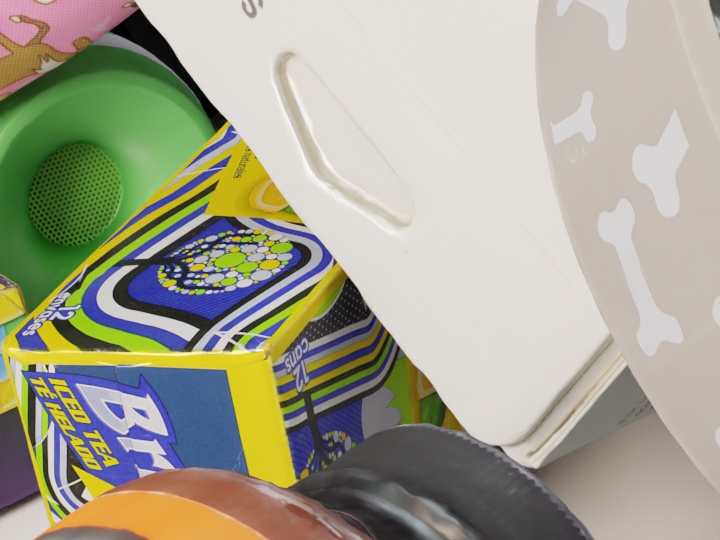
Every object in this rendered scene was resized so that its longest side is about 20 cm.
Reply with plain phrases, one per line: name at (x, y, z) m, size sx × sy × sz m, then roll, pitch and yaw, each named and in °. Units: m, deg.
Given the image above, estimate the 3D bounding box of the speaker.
speaker at (-0.111, -0.039, 0.818) m, size 0.088 × 0.089 × 0.200 m, roll -24°, pitch 24°, yaw -21°

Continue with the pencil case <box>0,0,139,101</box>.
pencil case at (-0.108, -0.083, 0.708) m, size 0.199 × 0.083 × 0.087 m, roll -32°, pitch 34°, yaw 12°

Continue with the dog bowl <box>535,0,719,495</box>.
dog bowl at (0.115, -0.019, 0.509) m, size 0.059 × 0.200 × 0.200 m, roll -38°, pitch 2°, yaw 43°

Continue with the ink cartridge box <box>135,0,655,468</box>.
ink cartridge box at (0.069, -0.062, 0.618) m, size 0.199 × 0.088 × 0.146 m, roll -22°, pitch 66°, yaw -44°

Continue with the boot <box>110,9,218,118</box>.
boot at (-0.023, -0.110, 0.935) m, size 0.167 × 0.077 × 0.200 m, roll -24°, pitch 18°, yaw -10°

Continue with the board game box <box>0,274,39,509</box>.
board game box at (-0.191, 0.037, 0.731) m, size 0.165 × 0.057 × 0.200 m, roll -24°, pitch 24°, yaw -25°

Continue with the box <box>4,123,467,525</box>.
box at (0.000, 0.000, 0.657) m, size 0.064 × 0.071 × 0.200 m, roll 0°, pitch 27°, yaw 25°

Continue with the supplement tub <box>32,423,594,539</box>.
supplement tub at (-0.044, 0.100, 0.429) m, size 0.107 × 0.108 × 0.200 m, roll 10°, pitch 32°, yaw 45°
